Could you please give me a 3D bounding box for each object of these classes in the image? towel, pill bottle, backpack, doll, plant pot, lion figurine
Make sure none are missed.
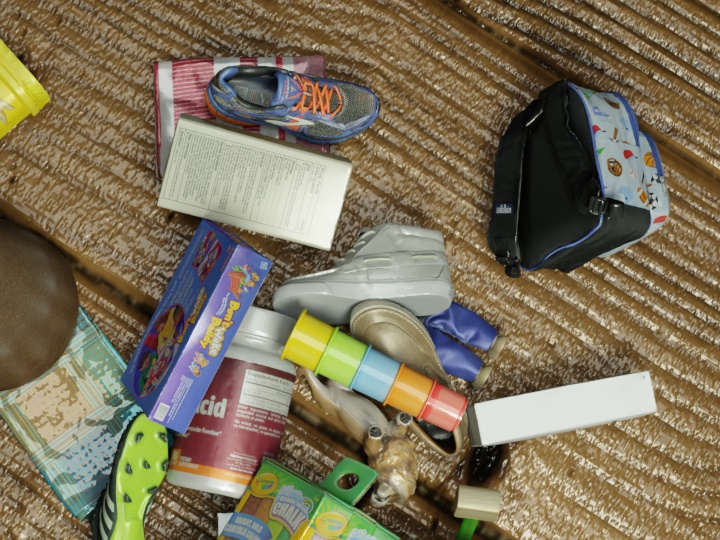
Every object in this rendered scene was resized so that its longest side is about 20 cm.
[{"bbox_3d":[-0.136,-0.175,1.737,0.198,0.023,0.145,-2,81,-5],"label":"towel"},{"bbox_3d":[-0.134,0.142,1.640,0.113,0.114,0.202,13,80,-3],"label":"pill bottle"},{"bbox_3d":[-0.309,0.154,1.670,0.146,0.022,0.200,-37,86,-10],"label":"towel"},{"bbox_3d":[0.244,-0.107,1.681,0.153,0.200,0.192,1,71,-36],"label":"backpack"},{"bbox_3d":[0.061,0.059,1.703,0.199,0.048,0.137,30,75,0],"label":"doll"},{"bbox_3d":[-0.402,0.016,1.583,0.185,0.200,0.188,0,75,-1],"label":"plant pot"},{"bbox_3d":[-0.002,0.161,1.666,0.072,0.123,0.200,-29,69,-18],"label":"lion figurine"}]

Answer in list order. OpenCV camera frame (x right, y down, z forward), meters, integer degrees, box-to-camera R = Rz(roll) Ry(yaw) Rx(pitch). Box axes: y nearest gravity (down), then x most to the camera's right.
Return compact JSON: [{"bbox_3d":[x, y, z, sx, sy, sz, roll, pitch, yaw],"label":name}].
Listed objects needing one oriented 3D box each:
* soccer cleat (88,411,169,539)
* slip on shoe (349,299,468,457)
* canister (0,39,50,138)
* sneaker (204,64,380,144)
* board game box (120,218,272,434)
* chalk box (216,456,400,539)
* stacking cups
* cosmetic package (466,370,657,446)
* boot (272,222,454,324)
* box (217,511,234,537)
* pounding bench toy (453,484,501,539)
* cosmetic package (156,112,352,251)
[{"bbox_3d":[-0.254,0.244,1.617,0.067,0.081,0.202,7,95,-42],"label":"soccer cleat"},{"bbox_3d":[0.054,0.119,1.644,0.076,0.061,0.201,-24,116,14],"label":"slip on shoe"},{"bbox_3d":[-0.467,-0.180,1.677,0.200,0.087,0.149,-42,87,-8],"label":"canister"},{"bbox_3d":[-0.076,-0.189,1.693,0.198,0.078,0.076,4,80,-3],"label":"sneaker"},{"bbox_3d":[-0.176,0.055,1.604,0.045,0.134,0.201,26,93,-25],"label":"board game box"},{"bbox_3d":[-0.055,0.280,1.560,0.124,0.124,0.201,37,78,-34],"label":"chalk box"},{"bbox_3d":[0.015,0.112,1.596,0.199,0.061,0.061,28,80,-1],"label":"stacking cups"},{"bbox_3d":[0.220,0.155,1.686,0.198,0.083,0.051,-10,82,-6],"label":"cosmetic package"},{"bbox_3d":[0.000,0.000,1.665,0.198,0.074,0.096,-1,61,-9],"label":"boot"},{"bbox_3d":[-0.084,0.360,1.649,0.135,0.038,0.202,-2,81,-6],"label":"box"},{"bbox_3d":[0.100,0.328,1.610,0.123,0.156,0.201,16,80,-1],"label":"pounding bench toy"},{"bbox_3d":[-0.117,-0.099,1.682,0.199,0.071,0.106,16,99,-7],"label":"cosmetic package"}]
